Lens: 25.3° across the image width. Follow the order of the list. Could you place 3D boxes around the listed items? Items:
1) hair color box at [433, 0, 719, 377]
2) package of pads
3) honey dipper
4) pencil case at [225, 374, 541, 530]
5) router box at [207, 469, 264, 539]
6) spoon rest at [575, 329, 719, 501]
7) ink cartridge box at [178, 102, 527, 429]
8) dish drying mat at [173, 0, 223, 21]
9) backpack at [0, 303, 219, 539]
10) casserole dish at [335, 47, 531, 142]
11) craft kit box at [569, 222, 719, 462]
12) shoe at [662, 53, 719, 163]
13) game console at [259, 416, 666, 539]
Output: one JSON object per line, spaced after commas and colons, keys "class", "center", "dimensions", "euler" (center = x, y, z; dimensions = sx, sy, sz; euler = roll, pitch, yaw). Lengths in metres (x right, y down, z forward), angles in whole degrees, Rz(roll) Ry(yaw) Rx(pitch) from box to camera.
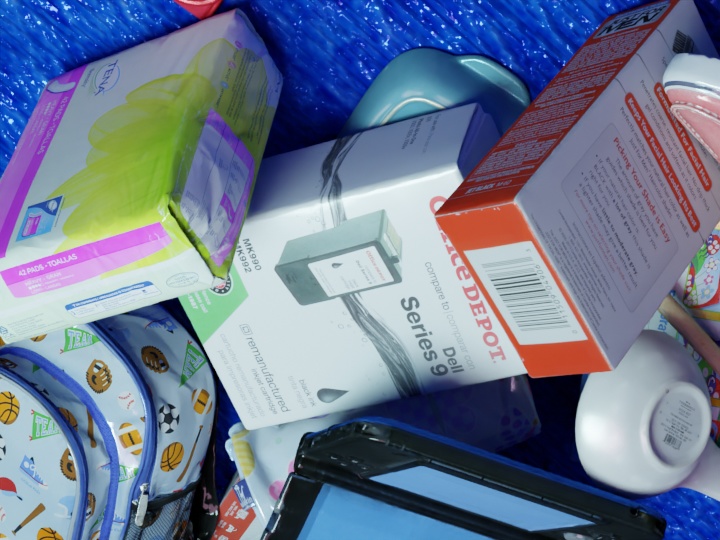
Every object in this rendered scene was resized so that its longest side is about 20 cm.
{"class": "hair color box", "center": [0.135, -0.048, 0.866], "dimensions": [0.064, 0.200, 0.111], "euler": [-8, 121, 48]}
{"class": "package of pads", "center": [-0.133, -0.060, 0.938], "dimensions": [0.154, 0.200, 0.068], "euler": [-16, 129, 23]}
{"class": "honey dipper", "center": [0.180, 0.017, 0.950], "dimensions": [0.200, 0.038, 0.038], "euler": [43, 123, -17]}
{"class": "pencil case", "center": [0.015, 0.103, 1.026], "dimensions": [0.200, 0.083, 0.091], "euler": [-25, 73, -2]}
{"class": "router box", "center": [-0.005, 0.180, 1.144], "dimensions": [0.179, 0.049, 0.200], "euler": [31, 124, -4]}
{"class": "spoon rest", "center": [0.199, 0.108, 0.956], "dimensions": [0.200, 0.100, 0.061], "euler": [33, 167, -30]}
{"class": "ink cartridge box", "center": [0.000, 0.000, 0.963], "dimensions": [0.199, 0.084, 0.146], "euler": [-14, 117, 22]}
{"class": "dish drying mat", "center": [-0.153, -0.232, 0.947], "dimensions": [0.200, 0.018, 0.077], "euler": [37, 123, -8]}
{"class": "backpack", "center": [-0.191, 0.103, 1.082], "dimensions": [0.200, 0.154, 0.191], "euler": [29, 111, 20]}
{"class": "casserole dish", "center": [0.034, -0.046, 0.999], "dimensions": [0.121, 0.039, 0.200], "euler": [32, 123, -6]}
{"class": "craft kit box", "center": [0.240, 0.048, 0.995], "dimensions": [0.197, 0.049, 0.200], "euler": [12, 124, 12]}
{"class": "shoe", "center": [0.230, -0.032, 0.860], "dimensions": [0.200, 0.071, 0.091], "euler": [30, 85, -22]}
{"class": "game console", "center": [0.050, 0.176, 0.948], "dimensions": [0.200, 0.119, 0.171], "euler": [19, 163, -16]}
